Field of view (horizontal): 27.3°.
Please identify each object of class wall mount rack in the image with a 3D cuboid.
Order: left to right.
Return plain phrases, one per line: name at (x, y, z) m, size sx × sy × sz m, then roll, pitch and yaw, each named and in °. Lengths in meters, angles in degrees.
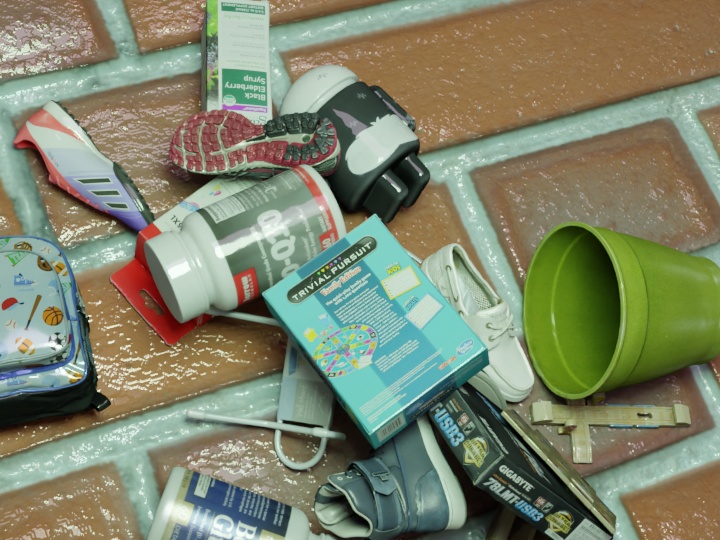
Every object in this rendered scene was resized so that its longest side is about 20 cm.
wall mount rack at (-0.092, 0.112, 1.623) m, size 0.172 × 0.075 × 0.202 m, roll 6°, pitch 83°, yaw 21°

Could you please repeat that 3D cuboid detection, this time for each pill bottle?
pill bottle at (-0.119, 0.286, 1.531) m, size 0.199 × 0.111 × 0.112 m, roll 20°, pitch 61°, yaw -4°
pill bottle at (-0.124, -0.026, 1.601) m, size 0.199 × 0.114 × 0.114 m, roll -25°, pitch 72°, yaw -16°

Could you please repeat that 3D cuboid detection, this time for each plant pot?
plant pot at (0.323, 0.046, 1.731) m, size 0.191 × 0.200 × 0.202 m, roll 0°, pitch 64°, yaw -27°

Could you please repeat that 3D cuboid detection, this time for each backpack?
backpack at (-0.375, 0.058, 1.564) m, size 0.198 × 0.155 × 0.192 m, roll -7°, pitch 56°, yaw -14°

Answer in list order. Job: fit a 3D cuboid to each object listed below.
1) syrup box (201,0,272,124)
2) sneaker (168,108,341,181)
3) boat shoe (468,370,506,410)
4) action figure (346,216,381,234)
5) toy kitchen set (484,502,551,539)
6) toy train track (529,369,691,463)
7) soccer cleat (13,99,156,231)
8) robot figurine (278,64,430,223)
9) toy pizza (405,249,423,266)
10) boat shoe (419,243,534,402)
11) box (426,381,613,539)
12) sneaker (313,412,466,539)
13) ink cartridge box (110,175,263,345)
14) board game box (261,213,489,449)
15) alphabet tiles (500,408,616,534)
syrup box at (-0.151, -0.225, 1.792) m, size 0.078 × 0.082 × 0.202 m, roll 3°, pitch 63°, yaw -11°
sneaker at (-0.121, -0.131, 1.682) m, size 0.198 × 0.075 × 0.081 m, roll 4°, pitch 67°, yaw 11°
boat shoe at (0.092, 0.110, 1.664) m, size 0.199 × 0.074 × 0.061 m, roll 34°, pitch 27°, yaw -35°
action figure at (0.000, 0.000, 1.691) m, size 0.098 × 0.065 × 0.201 m, roll -22°, pitch 69°, yaw -4°
toy kitchen set at (0.140, 0.290, 1.545) m, size 0.162 × 0.200 × 0.181 m, roll 28°, pitch 61°, yaw 0°
toy train track at (0.298, 0.167, 1.742) m, size 0.198 × 0.033 × 0.116 m, roll 3°, pitch 64°, yaw -14°
soccer cleat at (-0.315, -0.106, 1.708) m, size 0.073 × 0.068 × 0.200 m, roll -42°, pitch 80°, yaw -10°
robot figurine at (-0.010, -0.152, 1.771) m, size 0.200 × 0.150 × 0.125 m, roll 46°, pitch 107°, yaw 10°
toy pizza at (0.013, 0.048, 1.728) m, size 0.198 × 0.032 × 0.202 m, roll 6°, pitch 63°, yaw -12°
boat shoe at (0.144, 0.059, 1.721) m, size 0.071 × 0.069 × 0.201 m, roll -32°, pitch 84°, yaw -42°
box at (0.154, 0.197, 1.566) m, size 0.050 × 0.200 × 0.198 m, roll -45°, pitch 124°, yaw 6°
sneaker at (0.008, 0.197, 1.562) m, size 0.145 × 0.077 × 0.203 m, roll -8°, pitch 46°, yaw -23°
ink cartridge box at (-0.175, -0.021, 1.693) m, size 0.200 × 0.067 × 0.116 m, roll -39°, pitch 78°, yaw -26°
board game box at (0.015, 0.061, 1.544) m, size 0.150 × 0.047 × 0.200 m, roll -35°, pitch 63°, yaw -9°
alphabet tiles at (0.219, 0.214, 1.618) m, size 0.008 × 0.200 × 0.167 m, roll -44°, pitch 80°, yaw 4°
